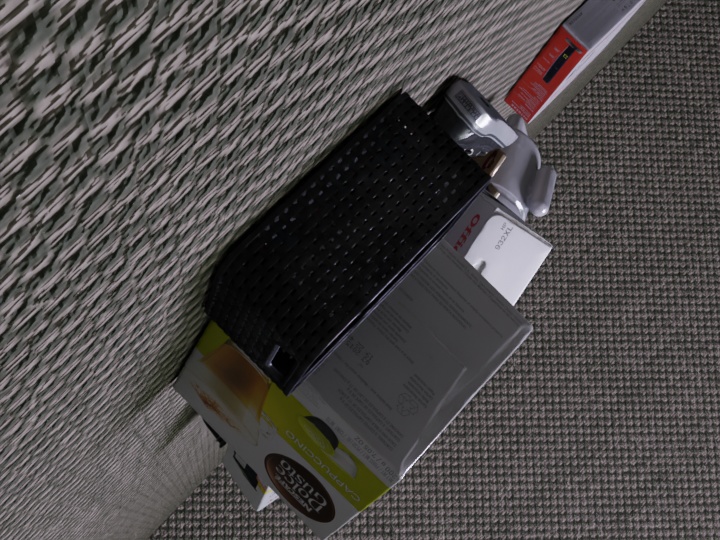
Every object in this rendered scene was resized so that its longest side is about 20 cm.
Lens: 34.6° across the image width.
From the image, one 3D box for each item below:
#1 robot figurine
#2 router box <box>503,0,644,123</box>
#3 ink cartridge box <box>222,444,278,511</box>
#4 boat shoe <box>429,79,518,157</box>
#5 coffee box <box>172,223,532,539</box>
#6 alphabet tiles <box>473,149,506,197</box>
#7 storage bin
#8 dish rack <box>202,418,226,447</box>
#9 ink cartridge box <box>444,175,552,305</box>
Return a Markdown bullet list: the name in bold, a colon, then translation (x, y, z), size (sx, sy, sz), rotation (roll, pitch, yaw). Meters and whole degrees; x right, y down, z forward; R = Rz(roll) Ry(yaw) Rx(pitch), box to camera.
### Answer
- **robot figurine**: translation (0.153, -0.099, 1.405), size (0.113, 0.167, 0.202), rotation (60, 41, -46)
- **router box**: translation (0.297, -0.309, 1.540), size (0.200, 0.049, 0.180), rotation (-44, 176, -30)
- **ink cartridge box**: translation (-0.079, 0.194, 1.405), size (0.145, 0.083, 0.201), rotation (-32, 163, -26)
- **boat shoe**: translation (0.099, -0.137, 1.085), size (0.057, 0.069, 0.200), rotation (-42, 171, 13)
- **coffee box**: translation (-0.013, 0.078, 1.019), size (0.200, 0.200, 0.198), rotation (-43, 176, -34)
- **alphabet tiles**: translation (0.093, -0.070, 1.342), size (0.201, 0.007, 0.168), rotation (-55, -152, 15)
- **storage bin**: translation (-0.011, -0.019, 0.852), size (0.200, 0.094, 0.135), rotation (-45, 176, -22)
- **dish rack**: translation (-0.114, 0.122, 1.473), size (0.200, 0.055, 0.154), rotation (-44, 177, -37)
- **ink cartridge box**: translation (0.091, -0.018, 1.198), size (0.146, 0.083, 0.200), rotation (-57, -154, 10)
